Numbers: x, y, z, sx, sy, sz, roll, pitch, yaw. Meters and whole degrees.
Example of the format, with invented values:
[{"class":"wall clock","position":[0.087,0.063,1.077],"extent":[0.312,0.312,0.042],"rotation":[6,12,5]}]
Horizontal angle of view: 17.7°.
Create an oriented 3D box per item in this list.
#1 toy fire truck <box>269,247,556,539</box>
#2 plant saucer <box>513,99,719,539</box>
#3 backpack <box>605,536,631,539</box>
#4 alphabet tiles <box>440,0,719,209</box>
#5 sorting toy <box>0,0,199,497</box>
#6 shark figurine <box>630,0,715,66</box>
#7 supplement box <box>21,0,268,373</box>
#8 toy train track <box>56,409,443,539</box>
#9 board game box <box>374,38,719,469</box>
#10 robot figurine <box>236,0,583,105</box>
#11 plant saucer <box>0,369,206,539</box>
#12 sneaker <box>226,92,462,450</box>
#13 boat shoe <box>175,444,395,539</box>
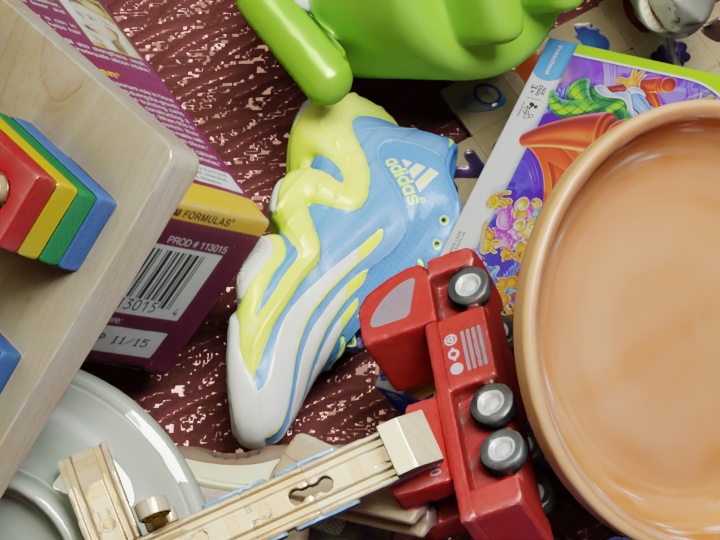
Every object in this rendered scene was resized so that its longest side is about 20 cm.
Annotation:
[{"class":"toy fire truck","position":[0.011,0.094,1.020],"extent":[0.140,0.049,0.201],"rotation":[-20,51,12]},{"class":"plant saucer","position":[0.148,0.026,1.020],"extent":[0.199,0.037,0.201],"rotation":[1,88,-28]},{"class":"backpack","position":[0.102,0.199,0.935],"extent":[0.168,0.200,0.163],"rotation":[-37,98,-13]},{"class":"alphabet tiles","position":[0.140,-0.063,1.191],"extent":[0.199,0.006,0.167],"rotation":[-29,63,-12]},{"class":"sorting toy","position":[-0.195,-0.020,0.991],"extent":[0.199,0.069,0.200],"rotation":[40,103,37]},{"class":"shark figurine","position":[0.148,-0.190,1.179],"extent":[0.089,0.128,0.215],"rotation":[-34,56,9]},{"class":"supplement box","position":[-0.159,-0.058,1.105],"extent":[0.103,0.131,0.200],"rotation":[-53,52,21]},{"class":"toy train track","position":[-0.061,0.108,0.968],"extent":[0.199,0.033,0.115],"rotation":[-24,74,-3]},{"class":"board game box","position":[0.111,-0.005,1.099],"extent":[0.134,0.045,0.201],"rotation":[16,71,34]},{"class":"robot figurine","position":[0.024,-0.154,1.158],"extent":[0.175,0.116,0.200],"rotation":[-31,22,-30]},{"class":"plant saucer","position":[-0.163,0.138,1.024],"extent":[0.199,0.050,0.201],"rotation":[0,90,12]},{"class":"sneaker","position":[0.000,0.000,1.126],"extent":[0.105,0.076,0.201],"rotation":[9,62,8]},{"class":"boat shoe","position":[-0.083,0.124,1.066],"extent":[0.201,0.075,0.075],"rotation":[-3,66,2]}]
